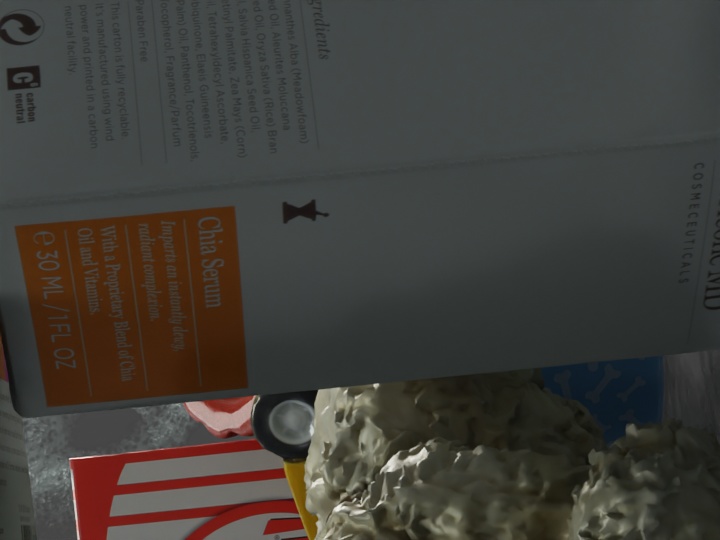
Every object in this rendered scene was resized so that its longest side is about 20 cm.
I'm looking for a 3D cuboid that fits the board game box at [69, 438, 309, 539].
[{"bbox_3d":[0.002,0.133,1.091,0.046,0.200,0.152,24,-121,-82],"label":"board game box"}]

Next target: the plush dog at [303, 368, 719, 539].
[{"bbox_3d":[0.029,0.088,0.896,0.200,0.160,0.172,86,177,-48],"label":"plush dog"}]

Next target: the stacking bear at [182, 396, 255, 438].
[{"bbox_3d":[0.004,-0.011,1.147,0.121,0.200,0.114,45,114,28],"label":"stacking bear"}]

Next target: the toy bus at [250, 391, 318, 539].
[{"bbox_3d":[0.000,0.000,0.989,0.065,0.078,0.200,-80,-16,-64],"label":"toy bus"}]

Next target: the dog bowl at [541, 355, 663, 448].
[{"bbox_3d":[0.066,-0.022,1.034,0.112,0.049,0.200,89,174,-60],"label":"dog bowl"}]

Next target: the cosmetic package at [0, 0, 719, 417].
[{"bbox_3d":[0.002,-0.024,0.779,0.101,0.200,0.071,88,175,-55],"label":"cosmetic package"}]

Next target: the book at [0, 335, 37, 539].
[{"bbox_3d":[-0.116,-0.003,0.813,0.134,0.048,0.200,75,-173,-84],"label":"book"}]
